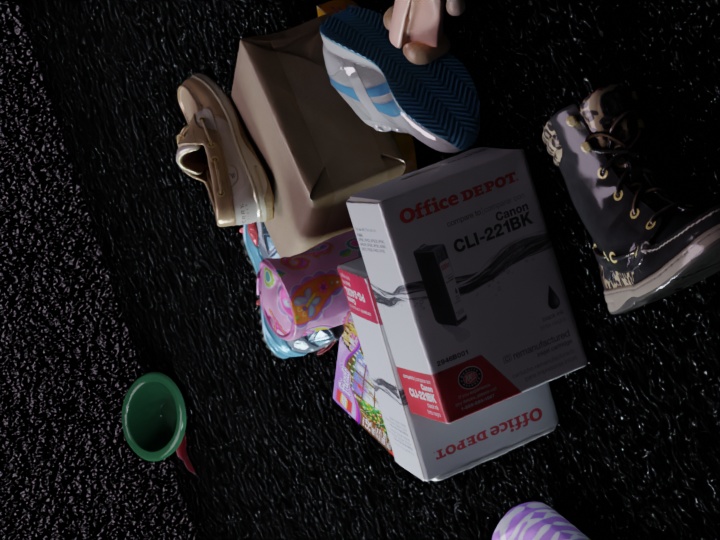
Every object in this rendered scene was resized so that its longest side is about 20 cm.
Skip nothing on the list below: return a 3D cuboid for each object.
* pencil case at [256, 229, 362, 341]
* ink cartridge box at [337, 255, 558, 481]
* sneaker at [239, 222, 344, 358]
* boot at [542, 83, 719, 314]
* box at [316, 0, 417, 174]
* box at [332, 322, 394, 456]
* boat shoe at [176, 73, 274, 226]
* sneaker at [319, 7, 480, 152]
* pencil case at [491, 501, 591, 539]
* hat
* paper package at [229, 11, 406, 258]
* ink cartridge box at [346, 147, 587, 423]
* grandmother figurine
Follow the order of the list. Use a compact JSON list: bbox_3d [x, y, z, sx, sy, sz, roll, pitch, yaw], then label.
[{"bbox_3d":[0.000,0.000,1.645,0.087,0.199,0.088,48,149,41],"label":"pencil case"},{"bbox_3d":[0.081,0.070,1.562,0.083,0.145,0.201,19,127,67],"label":"ink cartridge box"},{"bbox_3d":[-0.062,-0.010,1.815,0.079,0.095,0.201,-34,-65,-64],"label":"sneaker"},{"bbox_3d":[0.196,-0.057,1.203,0.200,0.073,0.151,127,121,-76],"label":"boot"},{"bbox_3d":[0.010,-0.159,1.704,0.119,0.041,0.201,47,154,51],"label":"box"},{"bbox_3d":[0.034,0.124,1.880,0.137,0.039,0.200,42,152,22],"label":"box"},{"bbox_3d":[-0.151,-0.121,1.715,0.074,0.069,0.200,90,156,-47],"label":"boat shoe"},{"bbox_3d":[0.040,-0.159,1.535,0.200,0.076,0.081,45,155,39],"label":"sneaker"},{"bbox_3d":[0.189,0.284,1.576,0.200,0.085,0.084,33,142,62],"label":"pencil case"},{"bbox_3d":[-0.350,0.285,3.331,0.200,0.176,0.166,-37,67,33],"label":"hat"},{"bbox_3d":[-0.051,-0.122,1.694,0.200,0.103,0.191,112,135,-67],"label":"paper package"},{"bbox_3d":[0.090,0.009,1.467,0.084,0.144,0.201,6,115,69],"label":"ink cartridge box"},{"bbox_3d":[0.053,-0.260,1.430,0.121,0.060,0.200,49,158,28],"label":"grandmother figurine"}]
